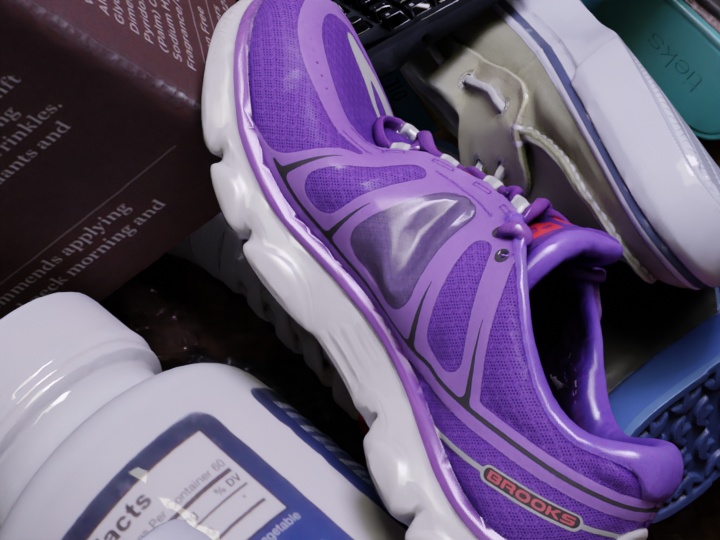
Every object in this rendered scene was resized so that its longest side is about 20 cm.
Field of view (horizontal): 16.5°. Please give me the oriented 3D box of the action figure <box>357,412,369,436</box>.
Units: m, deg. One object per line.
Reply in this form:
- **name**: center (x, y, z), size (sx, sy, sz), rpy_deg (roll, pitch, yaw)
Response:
- **action figure**: center (0.079, 0.113, 0.748), size (0.200, 0.099, 0.065), rpy_deg (18, 49, 35)

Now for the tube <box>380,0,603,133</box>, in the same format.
- **tube**: center (0.052, -0.102, 0.850), size (0.200, 0.077, 0.050), rpy_deg (-37, 34, 1)

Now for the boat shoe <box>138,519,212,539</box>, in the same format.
- **boat shoe**: center (-0.082, 0.160, 0.619), size (0.086, 0.075, 0.202), rpy_deg (41, 96, 11)

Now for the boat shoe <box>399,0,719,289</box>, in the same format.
- **boat shoe**: center (0.062, -0.038, 0.745), size (0.062, 0.072, 0.200), rpy_deg (-38, 26, 5)

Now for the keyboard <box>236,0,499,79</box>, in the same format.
- **keyboard**: center (-0.024, -0.107, 0.825), size (0.104, 0.040, 0.200), rpy_deg (-35, 25, -7)

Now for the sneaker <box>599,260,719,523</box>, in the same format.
- **sneaker**: center (0.122, 0.001, 0.764), size (0.200, 0.070, 0.078), rpy_deg (-28, 45, -29)

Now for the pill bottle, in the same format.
- **pill bottle**: center (-0.036, 0.097, 0.703), size (0.200, 0.111, 0.111), rpy_deg (39, 55, 22)

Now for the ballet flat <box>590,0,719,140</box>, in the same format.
- **ballet flat**: center (0.081, -0.130, 0.916), size (0.200, 0.068, 0.068), rpy_deg (46, 39, -9)

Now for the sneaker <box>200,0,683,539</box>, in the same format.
- **sneaker**: center (0.027, -0.003, 0.686), size (0.081, 0.083, 0.200), rpy_deg (9, 45, -56)

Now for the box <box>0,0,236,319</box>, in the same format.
- **box**: center (-0.158, -0.084, 0.742), size (0.200, 0.166, 0.165), rpy_deg (32, 32, -45)

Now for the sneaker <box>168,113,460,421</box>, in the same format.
- **sneaker**: center (0.000, 0.000, 0.815), size (0.199, 0.077, 0.081), rpy_deg (19, 54, 10)
